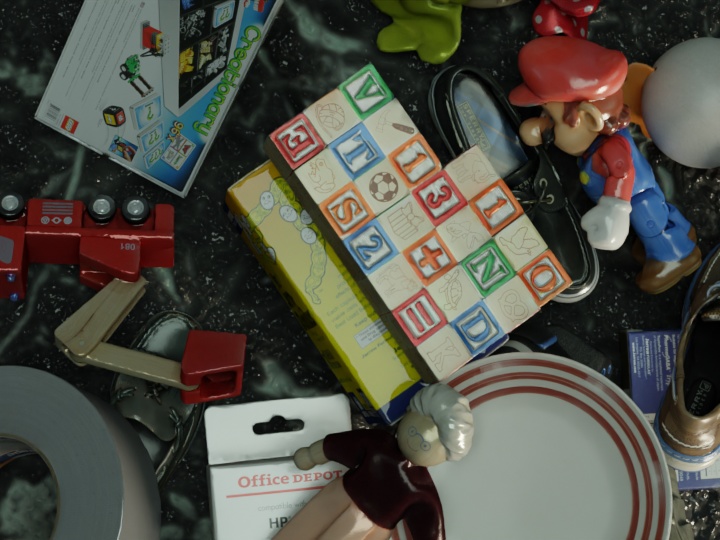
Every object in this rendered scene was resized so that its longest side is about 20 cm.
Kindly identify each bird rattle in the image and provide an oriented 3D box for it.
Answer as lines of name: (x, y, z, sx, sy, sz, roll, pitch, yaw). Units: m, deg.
bird rattle: (0.097, -0.242, 1.388, 0.198, 0.113, 0.164, -14, 71, -11)

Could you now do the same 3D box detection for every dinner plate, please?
dinner plate: (0.112, 0.157, 1.277, 0.198, 0.024, 0.202, -1, 85, 13)

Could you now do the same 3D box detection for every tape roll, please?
tape roll: (-0.239, 0.170, 1.292, 0.198, 0.066, 0.202, -6, 72, 18)

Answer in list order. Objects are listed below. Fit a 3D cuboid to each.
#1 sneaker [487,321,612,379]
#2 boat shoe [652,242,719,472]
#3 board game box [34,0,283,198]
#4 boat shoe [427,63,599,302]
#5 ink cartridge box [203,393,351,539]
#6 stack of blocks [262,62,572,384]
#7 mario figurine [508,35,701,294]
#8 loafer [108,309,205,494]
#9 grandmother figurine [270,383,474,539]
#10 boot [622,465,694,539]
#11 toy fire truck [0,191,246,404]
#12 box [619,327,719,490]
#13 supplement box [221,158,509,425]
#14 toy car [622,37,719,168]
sneaker: (0.165, 0.124, 1.379, 0.112, 0.073, 0.201, -47, 113, -34)
boat shoe: (0.266, 0.047, 1.355, 0.072, 0.073, 0.201, 17, 59, 7)
board game box: (-0.137, -0.165, 1.333, 0.125, 0.035, 0.201, 28, 117, -4)
boat shoe: (0.113, -0.064, 1.394, 0.068, 0.057, 0.201, -33, 90, -8)
ink cartridge box: (-0.050, 0.193, 1.350, 0.114, 0.068, 0.202, -5, 86, -6)
stack of blocks: (0.037, -0.038, 1.272, 0.115, 0.059, 0.201, -35, 90, -9)
mario figurine: (0.165, -0.077, 1.370, 0.106, 0.123, 0.201, -38, 107, -18)
loafer: (-0.157, 0.124, 1.345, 0.071, 0.063, 0.202, 20, 84, -4)
grandmother figurine: (0.007, 0.157, 1.258, 0.121, 0.061, 0.200, 39, 107, -1)
boot: (0.231, 0.200, 1.348, 0.067, 0.199, 0.132, -20, 62, 29)
toy fire truck: (-0.180, 0.019, 1.330, 0.198, 0.049, 0.142, 2, 61, -5)
box: (0.297, 0.101, 1.414, 0.198, 0.032, 0.122, -2, 86, -5)
supplement box: (0.000, 0.000, 1.350, 0.109, 0.109, 0.201, -34, 90, -8)
toy car: (0.282, -0.109, 1.388, 0.198, 0.177, 0.185, 7, 57, 28)
